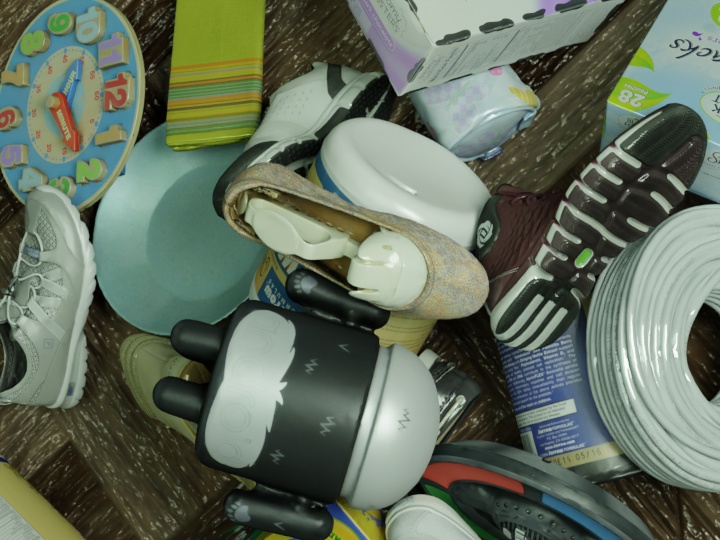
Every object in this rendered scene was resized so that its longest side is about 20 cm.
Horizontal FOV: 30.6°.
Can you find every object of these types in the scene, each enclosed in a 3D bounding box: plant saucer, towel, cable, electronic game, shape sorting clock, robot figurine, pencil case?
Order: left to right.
[{"bbox_3d":[-0.268,-0.150,1.190,0.198,0.039,0.202,-5,81,33],"label":"shape sorting clock"},{"bbox_3d":[-0.141,-0.038,1.140,0.199,0.039,0.203,-9,71,25],"label":"plant saucer"},{"bbox_3d":[-0.122,-0.201,1.150,0.085,0.018,0.202,-3,70,14],"label":"towel"},{"bbox_3d":[-0.043,0.094,0.927,0.198,0.125,0.151,16,121,0],"label":"robot figurine"},{"bbox_3d":[0.065,-0.189,1.070,0.090,0.083,0.201,-29,76,-1],"label":"pencil case"},{"bbox_3d":[0.131,0.184,0.960,0.198,0.201,0.042,22,67,20],"label":"electronic game"},{"bbox_3d":[0.251,0.055,0.932,0.069,0.198,0.202,-14,89,63],"label":"cable"}]

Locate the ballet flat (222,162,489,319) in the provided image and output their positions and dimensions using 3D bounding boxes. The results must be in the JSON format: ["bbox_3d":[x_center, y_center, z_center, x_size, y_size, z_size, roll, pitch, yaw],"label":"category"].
[{"bbox_3d":[-0.010,-0.013,0.901,0.198,0.067,0.069,22,111,15],"label":"ballet flat"}]

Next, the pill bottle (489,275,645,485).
[{"bbox_3d":[0.161,0.060,0.998,0.111,0.112,0.202,-17,80,17],"label":"pill bottle"}]

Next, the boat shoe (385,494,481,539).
[{"bbox_3d":[0.097,0.248,0.982,0.072,0.069,0.200,-35,111,20],"label":"boat shoe"}]

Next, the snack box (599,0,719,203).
[{"bbox_3d":[0.290,-0.140,0.946,0.167,0.068,0.201,23,62,19],"label":"snack box"}]

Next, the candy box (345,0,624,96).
[{"bbox_3d":[0.080,-0.243,1.012,0.169,0.199,0.072,62,149,13],"label":"candy box"}]

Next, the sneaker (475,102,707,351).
[{"bbox_3d":[0.141,-0.051,0.912,0.200,0.075,0.116,-49,36,11],"label":"sneaker"}]

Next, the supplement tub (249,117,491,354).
[{"bbox_3d":[0.000,0.000,1.023,0.144,0.144,0.201,39,118,18],"label":"supplement tub"}]

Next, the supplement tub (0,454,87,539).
[{"bbox_3d":[-0.305,0.266,1.128,0.200,0.145,0.146,39,98,18],"label":"supplement tub"}]

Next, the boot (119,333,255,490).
[{"bbox_3d":[-0.109,0.132,1.102,0.073,0.200,0.155,-52,29,-17],"label":"boot"}]

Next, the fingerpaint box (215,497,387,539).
[{"bbox_3d":[-0.023,0.274,1.022,0.166,0.073,0.200,-36,103,12],"label":"fingerpaint box"}]

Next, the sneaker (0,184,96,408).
[{"bbox_3d":[-0.282,0.027,1.148,0.074,0.081,0.203,9,101,48],"label":"sneaker"}]

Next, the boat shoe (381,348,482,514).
[{"bbox_3d":[0.030,0.163,1.059,0.060,0.074,0.201,30,94,14],"label":"boat shoe"}]

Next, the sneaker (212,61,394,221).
[{"bbox_3d":[-0.058,-0.103,1.077,0.079,0.074,0.200,24,49,28],"label":"sneaker"}]
